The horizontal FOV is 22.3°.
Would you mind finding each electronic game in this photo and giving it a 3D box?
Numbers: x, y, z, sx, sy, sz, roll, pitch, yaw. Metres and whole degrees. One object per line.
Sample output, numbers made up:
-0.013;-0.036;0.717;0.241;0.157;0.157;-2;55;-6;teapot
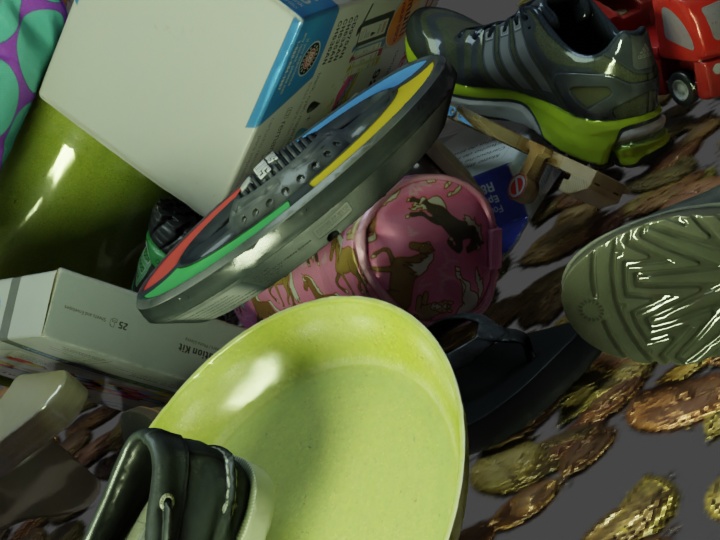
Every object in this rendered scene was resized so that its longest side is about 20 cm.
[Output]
-0.033;-0.042;0.920;0.200;0.042;0.200;-37;12;9;electronic game

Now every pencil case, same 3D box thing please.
0.000;0.000;0.970;0.086;0.083;0.200;-41;10;-21;pencil case
-0.246;-0.087;1.081;0.093;0.085;0.201;100;-171;-69;pencil case

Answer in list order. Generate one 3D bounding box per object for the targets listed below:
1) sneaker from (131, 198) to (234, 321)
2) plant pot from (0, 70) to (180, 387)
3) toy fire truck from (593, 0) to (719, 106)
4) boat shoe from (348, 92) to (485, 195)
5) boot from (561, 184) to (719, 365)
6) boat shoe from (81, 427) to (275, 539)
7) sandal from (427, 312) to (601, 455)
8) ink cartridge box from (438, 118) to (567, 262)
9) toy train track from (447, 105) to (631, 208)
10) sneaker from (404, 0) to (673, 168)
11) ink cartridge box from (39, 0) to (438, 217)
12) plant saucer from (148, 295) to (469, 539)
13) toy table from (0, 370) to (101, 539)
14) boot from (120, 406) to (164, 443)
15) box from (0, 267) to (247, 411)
-0.104;0.000;1.185;0.086;0.078;0.200;-63;-12;10;sneaker
-0.200;-0.056;1.227;0.193;0.200;0.201;-56;3;29;plant pot
0.142;-0.177;1.081;0.049;0.142;0.199;-27;24;-31;toy fire truck
0.014;-0.055;1.046;0.060;0.072;0.200;-44;20;-3;boat shoe
0.177;-0.045;0.815;0.181;0.073;0.200;-15;26;12;boot
-0.106;0.149;0.686;0.074;0.066;0.200;20;76;53;boat shoe
0.027;0.054;0.861;0.199;0.043;0.076;-17;22;46;sandal
0.036;-0.041;1.135;0.199;0.041;0.200;-22;19;34;ink cartridge box
0.072;-0.064;1.006;0.200;0.114;0.033;34;99;55;toy train track
0.103;-0.129;1.067;0.074;0.081;0.199;-23;35;-37;sneaker
-0.067;-0.148;1.136;0.200;0.144;0.148;-30;-29;-57;ink cartridge box
-0.031;0.105;0.723;0.199;0.031;0.201;-26;45;29;plant saucer
-0.229;0.111;0.996;0.199;0.184;0.118;4;52;38;toy table
-0.052;0.097;0.871;0.075;0.074;0.200;-24;17;-28;boot
-0.148;0.045;1.046;0.200;0.155;0.041;-5;68;57;box
